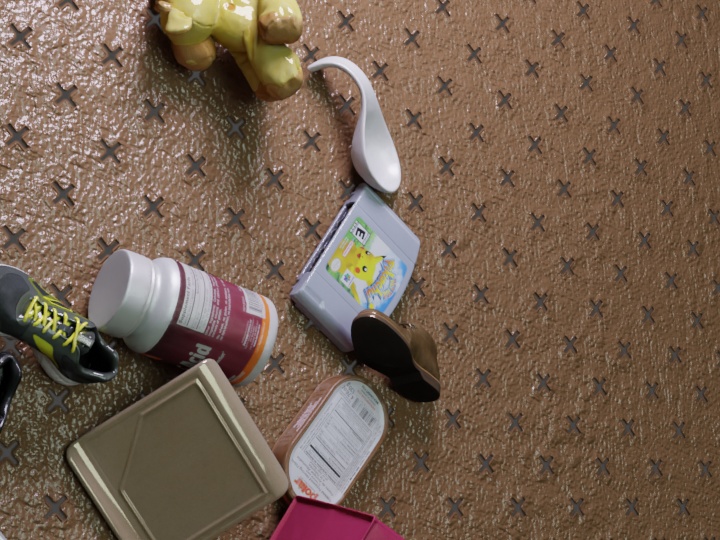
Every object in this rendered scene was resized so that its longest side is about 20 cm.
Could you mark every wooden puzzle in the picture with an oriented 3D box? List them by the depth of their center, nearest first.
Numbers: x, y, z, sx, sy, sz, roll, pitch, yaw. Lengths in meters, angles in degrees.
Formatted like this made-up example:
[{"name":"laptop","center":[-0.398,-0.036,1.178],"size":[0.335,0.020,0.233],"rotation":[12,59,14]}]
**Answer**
[{"name":"wooden puzzle","center":[-0.208,0.225,1.616],"size":[0.199,0.037,0.186],"rotation":[-32,103,-8]}]

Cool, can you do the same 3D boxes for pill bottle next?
[{"name":"pill bottle","center":[-0.205,0.054,1.636],"size":[0.199,0.114,0.115],"rotation":[23,68,-32]}]

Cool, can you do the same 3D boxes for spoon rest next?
[{"name":"spoon rest","center":[0.003,-0.195,1.871],"size":[0.201,0.060,0.099],"rotation":[61,29,-10]}]

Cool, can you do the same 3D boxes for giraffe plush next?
[{"name":"giraffe plush","center":[-0.168,-0.301,1.723],"size":[0.161,0.172,0.202],"rotation":[-8,97,-17]}]

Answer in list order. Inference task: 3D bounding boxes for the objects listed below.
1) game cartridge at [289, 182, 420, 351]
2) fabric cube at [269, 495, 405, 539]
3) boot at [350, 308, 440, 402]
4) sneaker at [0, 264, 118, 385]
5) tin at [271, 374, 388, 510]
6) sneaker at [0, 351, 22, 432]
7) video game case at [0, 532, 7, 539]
[{"name":"game cartridge","center":[0.000,0.000,1.856],"size":[0.133,0.040,0.201],"rotation":[47,57,-26]},{"name":"fabric cube","center":[-0.011,0.408,1.647],"size":[0.199,0.196,0.201],"rotation":[41,71,-25]},{"name":"boot","center":[0.047,0.094,1.838],"size":[0.200,0.073,0.076],"rotation":[49,41,-47]},{"name":"sneaker","center":[-0.331,0.057,1.525],"size":[0.200,0.084,0.075],"rotation":[49,53,-45]},{"name":"tin","center":[-0.038,0.218,1.784],"size":[0.112,0.042,0.200],"rotation":[47,57,-16]},{"name":"sneaker","center":[-0.415,0.172,1.467],"size":[0.076,0.087,0.201],"rotation":[32,64,-29]},{"name":"video game case","center":[-0.466,0.295,1.410],"size":[0.200,0.023,0.183],"rotation":[-40,107,-17]}]
